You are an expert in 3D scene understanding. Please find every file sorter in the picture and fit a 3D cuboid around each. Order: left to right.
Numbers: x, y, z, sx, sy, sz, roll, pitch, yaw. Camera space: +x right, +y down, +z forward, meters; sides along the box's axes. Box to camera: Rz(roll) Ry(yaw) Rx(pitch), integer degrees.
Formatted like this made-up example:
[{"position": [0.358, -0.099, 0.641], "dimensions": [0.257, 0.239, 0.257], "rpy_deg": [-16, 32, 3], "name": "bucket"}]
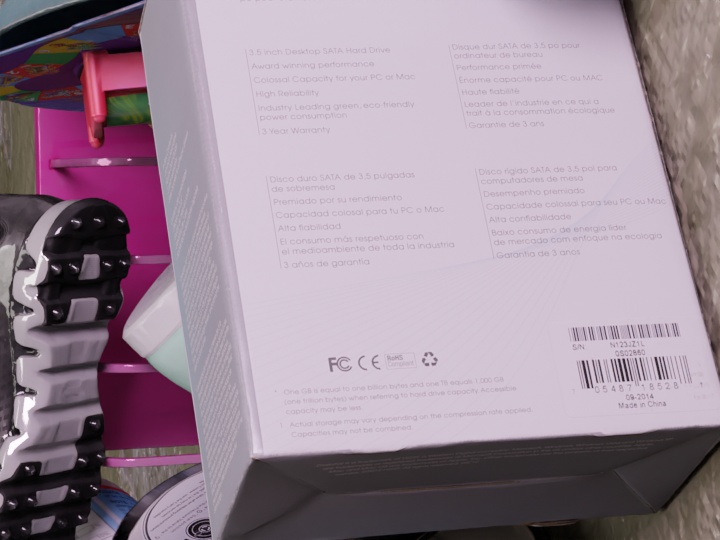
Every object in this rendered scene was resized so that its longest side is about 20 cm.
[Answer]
[{"position": [-0.079, -0.008, 1.096], "dimensions": [0.125, 0.139, 0.201], "rpy_deg": [-172, 80, -72], "name": "file sorter"}]

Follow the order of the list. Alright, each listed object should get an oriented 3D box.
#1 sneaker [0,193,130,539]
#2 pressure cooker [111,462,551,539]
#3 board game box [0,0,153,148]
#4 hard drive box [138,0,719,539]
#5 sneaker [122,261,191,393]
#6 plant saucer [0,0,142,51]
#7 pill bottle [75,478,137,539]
[{"position": [-0.162, 0.055, 1.026], "dimensions": [0.090, 0.066, 0.201], "rpy_deg": [20, 104, 37], "name": "sneaker"}, {"position": [-0.009, 0.153, 0.811], "dimensions": [0.176, 0.178, 0.201], "rpy_deg": [-100, 10, -61], "name": "pressure cooker"}, {"position": [-0.055, -0.069, 0.881], "dimensions": [0.200, 0.158, 0.039], "rpy_deg": [-13, 80, 36], "name": "board game box"}, {"position": [0.018, -0.019, 0.740], "dimensions": [0.077, 0.155, 0.201], "rpy_deg": [115, 150, -59], "name": "hard drive box"}, {"position": [0.000, 0.000, 0.978], "dimensions": [0.200, 0.118, 0.074], "rpy_deg": [-43, 14, 30], "name": "sneaker"}, {"position": [-0.055, -0.107, 0.892], "dimensions": [0.200, 0.199, 0.036], "rpy_deg": [151, 113, -72], "name": "plant saucer"}, {"position": [-0.128, 0.169, 1.092], "dimensions": [0.200, 0.109, 0.109], "rpy_deg": [36, 130, 40], "name": "pill bottle"}]
